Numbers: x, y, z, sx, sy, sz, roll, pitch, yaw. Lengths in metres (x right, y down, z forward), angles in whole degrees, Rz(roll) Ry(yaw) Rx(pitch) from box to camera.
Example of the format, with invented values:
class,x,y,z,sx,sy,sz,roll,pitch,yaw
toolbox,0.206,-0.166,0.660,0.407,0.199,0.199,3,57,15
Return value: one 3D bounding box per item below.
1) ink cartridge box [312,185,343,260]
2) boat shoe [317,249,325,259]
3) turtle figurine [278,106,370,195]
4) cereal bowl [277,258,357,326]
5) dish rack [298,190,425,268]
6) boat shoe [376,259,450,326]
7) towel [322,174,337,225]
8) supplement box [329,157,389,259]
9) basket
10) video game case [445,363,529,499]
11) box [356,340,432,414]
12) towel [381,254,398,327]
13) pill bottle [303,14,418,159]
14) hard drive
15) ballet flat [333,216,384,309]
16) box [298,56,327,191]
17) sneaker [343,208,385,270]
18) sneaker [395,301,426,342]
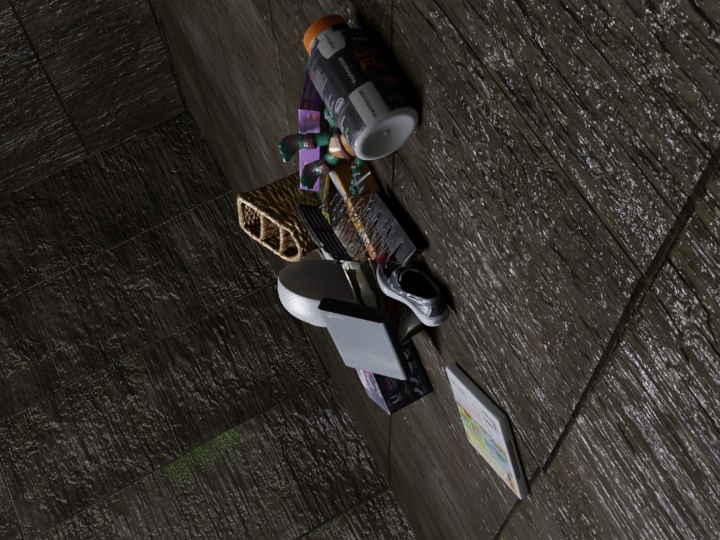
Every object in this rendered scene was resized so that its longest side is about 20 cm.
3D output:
class,x,y,z,sx,sy,sz,roll,pitch,yaw
ink cartridge box,-0.049,-0.104,1.873,0.147,0.083,0.200,66,168,-4
boat shoe,-0.071,-0.047,2.140,0.203,0.071,0.068,65,168,-4
turtle figurine,-0.027,-0.196,1.429,0.197,0.101,0.152,-12,111,36
cereal bowl,-0.069,0.055,1.793,0.200,0.196,0.085,-133,44,-57
dish rack,-0.004,-0.071,1.477,0.055,0.197,0.154,-57,49,28
boat shoe,0.084,0.021,1.561,0.200,0.071,0.069,47,162,51
towel,-0.053,-0.159,1.698,0.087,0.018,0.203,86,-173,-54
supplement box,0.006,-0.126,1.617,0.203,0.066,0.069,65,172,3
basket,-0.161,-0.089,1.835,0.145,0.147,0.200,65,167,12
video game case,0.227,0.286,1.611,0.200,0.023,0.185,44,157,59
box,0.061,0.222,2.009,0.134,0.113,0.200,65,169,-10
towel,0.045,0.045,1.765,0.200,0.022,0.148,164,110,-79
pill bottle,-0.008,-0.265,1.262,0.202,0.105,0.107,60,169,21
hard drive,0.010,0.129,1.691,0.137,0.033,0.201,11,147,25
ballet flat,0.000,0.000,1.657,0.203,0.068,0.069,69,168,-16
box,-0.079,-0.256,1.556,0.202,0.038,0.139,94,-178,-55
sneaker,0.003,-0.063,1.726,0.096,0.077,0.204,-116,22,-67
sneaker,0.080,0.092,1.733,0.086,0.072,0.200,60,170,5
